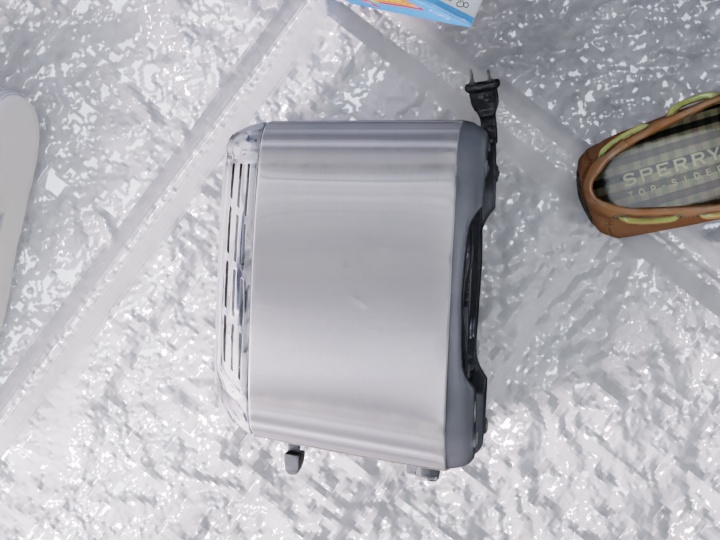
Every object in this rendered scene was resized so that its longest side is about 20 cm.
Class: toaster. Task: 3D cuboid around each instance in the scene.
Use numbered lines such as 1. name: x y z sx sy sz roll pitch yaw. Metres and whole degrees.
1. toaster: 0.000 0.000 1.128 0.128 0.114 0.202 3 92 6

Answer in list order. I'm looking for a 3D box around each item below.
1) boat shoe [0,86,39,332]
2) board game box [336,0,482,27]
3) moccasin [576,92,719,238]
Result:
1. boat shoe: -0.222 0.001 1.168 0.068 0.072 0.202 17 98 25
2. board game box: 0.034 -0.220 1.080 0.056 0.200 0.197 22 93 -20
3. moccasin: 0.203 -0.068 1.131 0.199 0.078 0.074 -11 90 4
